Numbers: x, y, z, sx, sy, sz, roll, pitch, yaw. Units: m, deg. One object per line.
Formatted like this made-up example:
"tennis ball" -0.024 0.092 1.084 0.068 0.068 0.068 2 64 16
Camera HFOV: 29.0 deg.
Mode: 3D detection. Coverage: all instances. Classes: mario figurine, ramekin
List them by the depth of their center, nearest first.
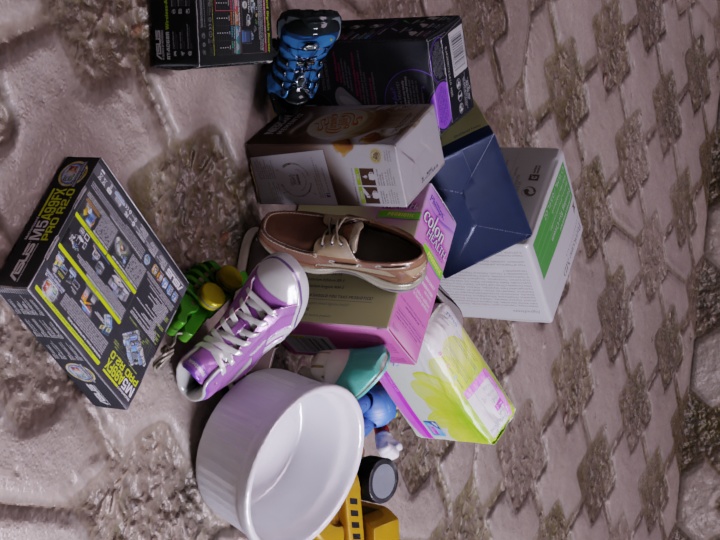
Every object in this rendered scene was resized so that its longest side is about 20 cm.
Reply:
"ramekin" -0.094 0.209 1.581 0.200 0.097 0.202 -29 129 -43
"mario figurine" 0.042 0.172 1.866 0.200 0.106 0.124 -38 160 -46

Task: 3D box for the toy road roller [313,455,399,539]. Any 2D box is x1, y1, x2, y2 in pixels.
"toy road roller" -0.040 0.318 1.726 0.145 0.122 0.202 -15 104 -47

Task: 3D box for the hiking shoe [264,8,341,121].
"hiking shoe" -0.062 -0.232 1.558 0.200 0.074 0.088 143 -57 -75

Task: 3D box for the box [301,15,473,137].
"box" 0.022 -0.234 1.686 0.106 0.198 0.123 -42 130 -53

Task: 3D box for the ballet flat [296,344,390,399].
"ballet flat" -0.039 0.134 1.658 0.070 0.200 0.068 30 52 -12

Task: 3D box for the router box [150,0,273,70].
"router box" -0.159 -0.317 1.479 0.150 0.062 0.202 -19 109 -60

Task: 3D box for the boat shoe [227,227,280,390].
"boat shoe" -0.111 0.050 1.615 0.072 0.059 0.202 25 71 -60

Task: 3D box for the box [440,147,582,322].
"box" 0.198 -0.054 2.044 0.200 0.198 0.172 -66 148 -36

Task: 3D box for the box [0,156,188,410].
"box" -0.255 0.014 1.354 0.201 0.044 0.161 61 42 -46

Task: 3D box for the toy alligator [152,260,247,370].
"toy alligator" -0.183 0.036 1.484 0.054 0.059 0.200 45 36 -2

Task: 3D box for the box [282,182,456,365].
"box" 0.000 0.000 1.697 0.097 0.175 0.201 51 49 -51

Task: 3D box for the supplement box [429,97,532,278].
"supplement box" 0.110 -0.143 1.840 0.200 0.133 0.201 -113 177 -45

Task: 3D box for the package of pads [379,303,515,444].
"package of pads" 0.093 0.132 1.776 0.068 0.154 0.201 -49 117 -29

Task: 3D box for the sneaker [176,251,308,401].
"sneaker" -0.130 0.071 1.478 0.114 0.073 0.201 -36 164 -50

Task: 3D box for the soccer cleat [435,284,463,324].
"soccer cleat" 0.058 0.011 1.817 0.069 0.200 0.085 -42 171 7

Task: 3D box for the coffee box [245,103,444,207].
"coffee box" -0.018 -0.135 1.622 0.114 0.198 0.080 -49 133 -50

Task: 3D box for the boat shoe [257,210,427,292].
"boat shoe" -0.017 -0.035 1.576 0.072 0.198 0.076 108 -7 -64
